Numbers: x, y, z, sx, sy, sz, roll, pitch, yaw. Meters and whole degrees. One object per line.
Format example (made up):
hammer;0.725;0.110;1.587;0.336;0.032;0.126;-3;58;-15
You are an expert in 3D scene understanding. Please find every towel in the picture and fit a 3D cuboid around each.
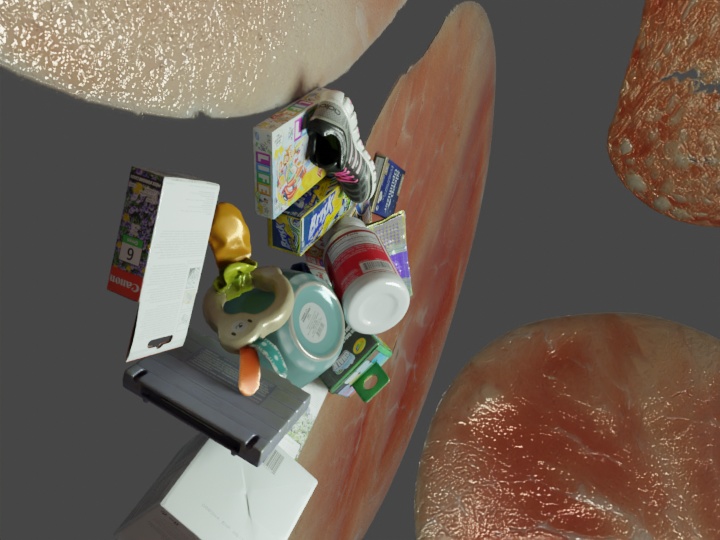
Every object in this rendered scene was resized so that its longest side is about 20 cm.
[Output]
towel;0.036;-0.009;1.225;0.141;0.023;0.204;-20;122;-23

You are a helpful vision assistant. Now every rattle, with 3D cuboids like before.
rattle;-0.143;0.032;0.793;0.202;0.127;0.145;-97;-161;-54

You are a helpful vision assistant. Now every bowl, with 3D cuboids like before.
bowl;-0.097;0.083;0.942;0.199;0.104;0.205;20;63;-46

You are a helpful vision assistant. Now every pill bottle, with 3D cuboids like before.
pill bottle;0.000;0.000;1.050;0.201;0.110;0.114;-115;-158;-48

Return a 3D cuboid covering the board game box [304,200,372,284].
board game box;-0.036;-0.057;1.242;0.153;0.045;0.202;82;30;-53

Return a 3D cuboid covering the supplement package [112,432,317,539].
supplement package;-0.188;0.306;0.810;0.200;0.152;0.151;-40;-170;44

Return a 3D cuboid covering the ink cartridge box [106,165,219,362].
ink cartridge box;-0.227;-0.009;0.712;0.109;0.049;0.204;-9;115;-71

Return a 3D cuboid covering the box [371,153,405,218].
box;0.060;-0.184;1.442;0.200;0.032;0.124;6;100;-73

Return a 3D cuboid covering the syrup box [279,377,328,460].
syrup box;-0.140;0.267;1.128;0.079;0.080;0.203;47;57;-38

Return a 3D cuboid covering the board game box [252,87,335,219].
board game box;-0.097;-0.185;0.966;0.200;0.034;0.137;-51;151;-50

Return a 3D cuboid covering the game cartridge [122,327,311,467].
game cartridge;-0.172;0.149;0.774;0.129;0.197;0.039;-36;149;-61

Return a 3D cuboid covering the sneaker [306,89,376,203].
sneaker;-0.035;-0.173;0.980;0.088;0.073;0.202;-56;145;-31

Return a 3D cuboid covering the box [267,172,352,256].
box;-0.079;-0.105;1.045;0.200;0.063;0.071;-50;151;-52

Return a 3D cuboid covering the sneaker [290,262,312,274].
sneaker;-0.133;0.056;1.041;0.201;0.074;0.080;-59;146;-52

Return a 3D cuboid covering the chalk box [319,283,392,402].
chalk box;-0.027;0.147;1.154;0.125;0.200;0.124;-42;160;1
